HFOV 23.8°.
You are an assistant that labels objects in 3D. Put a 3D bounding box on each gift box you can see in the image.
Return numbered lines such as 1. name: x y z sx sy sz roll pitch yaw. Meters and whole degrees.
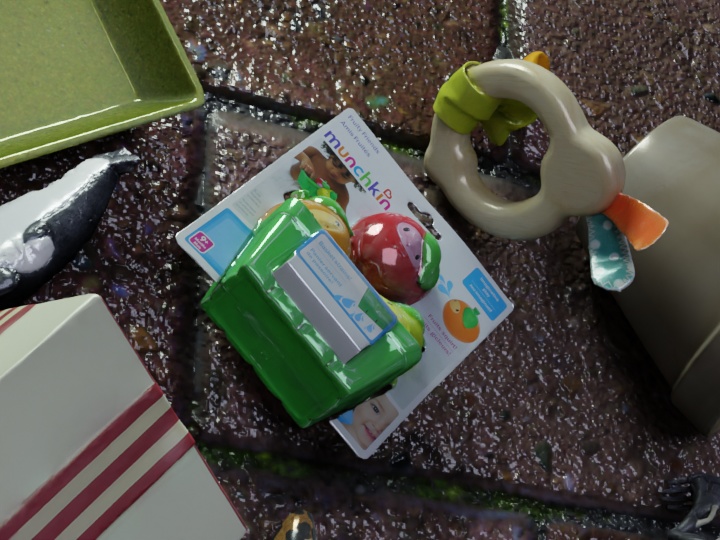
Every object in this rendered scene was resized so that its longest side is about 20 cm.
1. gift box: -0.203 0.143 0.897 0.187 0.199 0.185 -44 108 -39

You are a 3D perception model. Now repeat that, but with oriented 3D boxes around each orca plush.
1. orca plush: -0.217 -0.002 1.035 0.105 0.071 0.200 15 44 30

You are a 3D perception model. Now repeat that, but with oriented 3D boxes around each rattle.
1. rattle: 0.154 -0.072 1.204 0.199 0.131 0.143 26 11 28

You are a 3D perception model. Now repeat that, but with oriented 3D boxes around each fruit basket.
1. fruit basket: 0.000 0.000 1.121 0.186 0.094 0.200 51 52 0

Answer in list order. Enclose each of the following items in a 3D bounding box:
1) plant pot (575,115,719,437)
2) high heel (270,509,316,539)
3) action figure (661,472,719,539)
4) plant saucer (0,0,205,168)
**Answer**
1. plant pot: 0.255 -0.011 1.224 0.200 0.200 0.174 -33 69 -35
2. high heel: -0.101 0.214 0.980 0.142 0.071 0.201 27 67 -24
3. action figure: 0.218 0.218 1.129 0.119 0.102 0.200 58 29 -7
4. plant saucer: -0.228 -0.159 1.090 0.199 0.048 0.201 -21 80 -34
